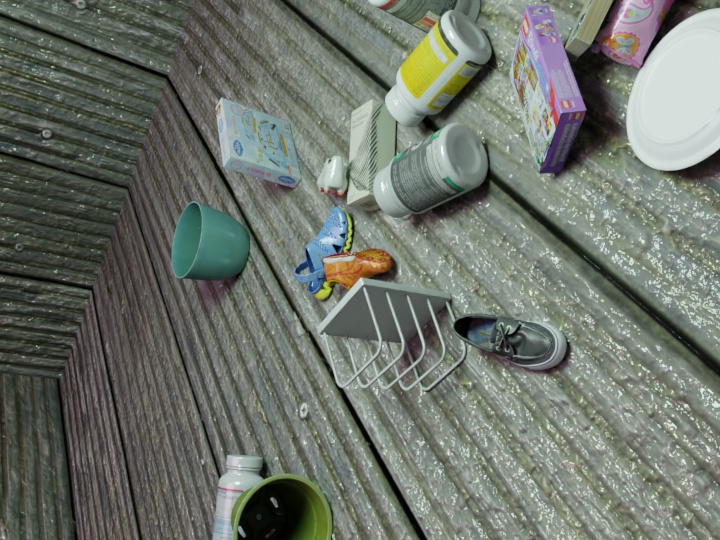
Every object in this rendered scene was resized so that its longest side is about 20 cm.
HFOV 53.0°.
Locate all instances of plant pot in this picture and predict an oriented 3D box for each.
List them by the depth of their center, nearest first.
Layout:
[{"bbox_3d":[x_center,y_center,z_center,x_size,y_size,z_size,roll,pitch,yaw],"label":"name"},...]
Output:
[{"bbox_3d":[-0.178,0.503,1.440,0.189,0.196,0.205,158,119,-65],"label":"plant pot"},{"bbox_3d":[-0.393,-0.066,1.928,0.199,0.158,0.206,-22,62,50],"label":"plant pot"}]

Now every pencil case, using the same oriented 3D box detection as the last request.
[{"bbox_3d":[0.384,-0.376,0.961,0.203,0.086,0.088,-64,36,22],"label":"pencil case"}]

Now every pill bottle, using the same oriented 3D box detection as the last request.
[{"bbox_3d":[0.117,-0.167,1.259,0.198,0.111,0.116,-22,61,49],"label":"pill bottle"},{"bbox_3d":[0.114,-0.495,1.290,0.115,0.197,0.119,-22,61,49],"label":"pill bottle"},{"bbox_3d":[0.133,-0.354,1.297,0.200,0.109,0.113,-43,47,39],"label":"pill bottle"},{"bbox_3d":[-0.268,0.519,1.606,0.108,0.107,0.205,-11,70,53],"label":"pill bottle"}]

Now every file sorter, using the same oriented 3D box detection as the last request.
[{"bbox_3d":[0.056,0.116,1.186,0.139,0.197,0.126,-47,49,36],"label":"file sorter"}]

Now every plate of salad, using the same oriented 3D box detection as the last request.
[{"bbox_3d":[0.415,-0.221,0.899,0.200,0.047,0.204,-43,40,51],"label":"plate of salad"}]

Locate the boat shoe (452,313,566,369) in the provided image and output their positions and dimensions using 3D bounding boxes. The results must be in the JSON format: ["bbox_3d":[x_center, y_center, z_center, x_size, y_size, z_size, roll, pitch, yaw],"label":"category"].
[{"bbox_3d":[0.213,0.097,1.075,0.199,0.065,0.072,17,94,56],"label":"boat shoe"}]

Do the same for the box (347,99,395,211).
[{"bbox_3d":[0.023,-0.230,1.455,0.082,0.067,0.205,-19,65,52],"label":"box"}]

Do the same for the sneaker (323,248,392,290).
[{"bbox_3d":[0.000,0.000,1.434,0.198,0.072,0.079,-4,101,55],"label":"sneaker"}]

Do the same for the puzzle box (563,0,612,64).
[{"bbox_3d":[0.340,-0.396,0.997,0.203,0.025,0.133,-65,-4,6],"label":"puzzle box"}]

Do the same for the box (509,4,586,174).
[{"bbox_3d":[0.272,-0.267,1.069,0.138,0.038,0.204,90,173,-62],"label":"box"}]

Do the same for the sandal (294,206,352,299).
[{"bbox_3d":[-0.080,-0.039,1.532,0.079,0.086,0.204,31,103,56],"label":"sandal"}]

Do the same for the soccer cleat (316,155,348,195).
[{"bbox_3d":[-0.053,-0.199,1.516,0.200,0.068,0.080,-136,54,-81],"label":"soccer cleat"}]

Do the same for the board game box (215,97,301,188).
[{"bbox_3d":[-0.250,-0.311,1.766,0.041,0.196,0.203,-45,45,37],"label":"board game box"}]
